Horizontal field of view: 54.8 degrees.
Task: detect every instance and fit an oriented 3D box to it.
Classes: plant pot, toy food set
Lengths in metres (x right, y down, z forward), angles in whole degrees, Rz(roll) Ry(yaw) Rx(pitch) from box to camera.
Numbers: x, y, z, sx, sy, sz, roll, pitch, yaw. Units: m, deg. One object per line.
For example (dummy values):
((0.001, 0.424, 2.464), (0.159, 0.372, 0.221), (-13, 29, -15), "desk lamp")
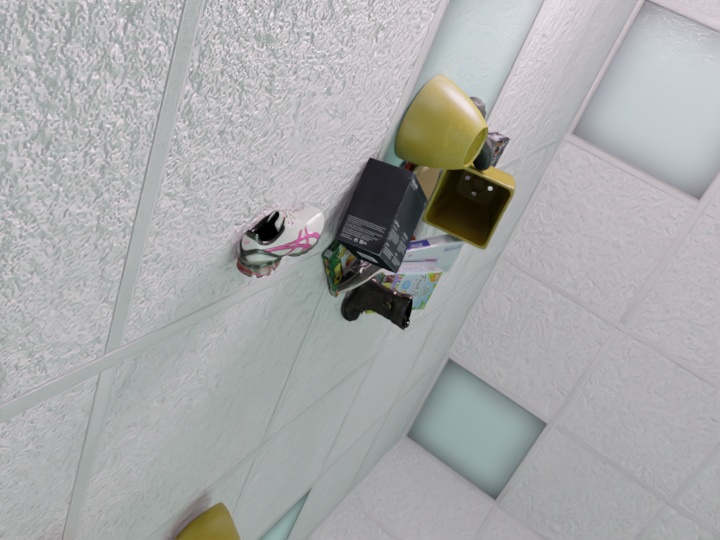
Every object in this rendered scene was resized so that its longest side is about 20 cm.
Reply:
((-0.368, 0.673, 1.644), (0.142, 0.200, 0.200), (-14, 141, -27), "plant pot")
((0.123, -0.192, 1.658), (0.200, 0.049, 0.198), (-59, 162, 9), "toy food set")
((0.189, -0.297, 1.495), (0.200, 0.142, 0.200), (-50, 162, -22), "plant pot")
((0.312, -0.213, 1.918), (0.196, 0.194, 0.200), (-68, 173, 32), "plant pot")

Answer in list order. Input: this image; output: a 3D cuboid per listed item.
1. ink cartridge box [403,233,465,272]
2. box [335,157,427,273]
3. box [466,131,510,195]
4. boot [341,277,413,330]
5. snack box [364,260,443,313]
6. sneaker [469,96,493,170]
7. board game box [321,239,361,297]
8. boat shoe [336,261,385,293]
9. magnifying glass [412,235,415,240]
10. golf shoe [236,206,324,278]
((0.176, -0.018, 1.947), (0.196, 0.043, 0.200), (-12, 146, -24), "ink cartridge box")
((0.049, -0.110, 1.462), (0.182, 0.104, 0.200), (-66, 164, -5), "box")
((0.364, -0.315, 2.090), (0.158, 0.050, 0.200), (-24, 143, -59), "box")
((0.045, 0.098, 1.744), (0.069, 0.174, 0.200), (-43, 158, -38), "boot")
((0.110, 0.044, 1.881), (0.200, 0.053, 0.142), (-2, 132, -34), "snack box")
((0.277, -0.331, 1.743), (0.082, 0.073, 0.200), (-38, 128, -25), "sneaker")
((-0.040, -0.021, 1.566), (0.105, 0.023, 0.200), (-49, 161, -18), "board game box")
((0.000, 0.000, 1.605), (0.067, 0.057, 0.200), (-24, -178, 38), "boat shoe")
((0.120, -0.102, 1.861), (0.080, 0.022, 0.200), (-56, 161, -1), "magnifying glass")
((-0.124, -0.066, 1.172), (0.200, 0.073, 0.092), (-39, 154, -44), "golf shoe")
